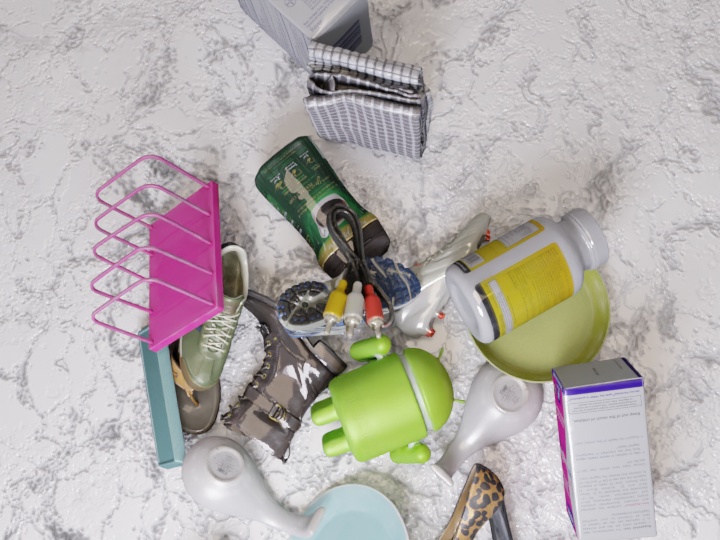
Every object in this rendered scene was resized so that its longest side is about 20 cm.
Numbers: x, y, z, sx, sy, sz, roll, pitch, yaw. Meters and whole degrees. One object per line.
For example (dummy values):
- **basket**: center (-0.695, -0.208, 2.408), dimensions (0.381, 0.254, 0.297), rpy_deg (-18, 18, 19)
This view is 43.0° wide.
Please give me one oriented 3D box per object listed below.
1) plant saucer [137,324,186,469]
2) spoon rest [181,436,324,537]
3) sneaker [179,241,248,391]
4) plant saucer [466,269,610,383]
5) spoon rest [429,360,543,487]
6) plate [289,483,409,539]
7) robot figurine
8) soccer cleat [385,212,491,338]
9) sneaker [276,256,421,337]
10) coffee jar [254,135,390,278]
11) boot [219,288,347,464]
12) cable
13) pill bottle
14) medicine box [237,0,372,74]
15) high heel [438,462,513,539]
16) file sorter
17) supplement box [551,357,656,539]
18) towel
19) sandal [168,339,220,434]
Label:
- **plant saucer**: center (-0.276, 0.171, 1.261), dimensions (0.019, 0.070, 0.204), rpy_deg (-3, 77, -37)
- **spoon rest**: center (-0.146, 0.294, 1.213), dimensions (0.198, 0.061, 0.100), rpy_deg (30, 49, 4)
- **sneaker**: center (-0.193, 0.055, 1.222), dimensions (0.066, 0.090, 0.204), rpy_deg (16, 71, -21)
- **plant saucer**: center (0.237, 0.054, 1.239), dimensions (0.196, 0.031, 0.204), rpy_deg (0, 74, 1)
- **spoon rest**: center (0.165, 0.204, 1.227), dimensions (0.099, 0.061, 0.200), rpy_deg (42, 73, 8)
- **plate**: center (-0.016, 0.382, 1.190), dimensions (0.198, 0.026, 0.203), rpy_deg (-17, 58, 29)
- **robot figurine**: center (0.034, 0.176, 1.200), dimensions (0.197, 0.116, 0.178), rpy_deg (-22, 91, -3)
- **soccer cleat**: center (0.109, -0.001, 1.254), dimensions (0.077, 0.069, 0.202), rpy_deg (32, 88, 12)
- **sneaker**: center (-0.017, 0.042, 1.214), dimensions (0.196, 0.086, 0.078), rpy_deg (-11, 65, -13)
- **coffee jar**: center (-0.051, -0.081, 1.269), dimensions (0.104, 0.085, 0.201), rpy_deg (-37, 79, -9)
- **boot**: center (-0.132, 0.143, 1.250), dimensions (0.199, 0.069, 0.175), rpy_deg (40, 86, 8)
- **cable**: center (0.000, 0.000, 1.161), dimensions (0.095, 0.050, 0.203), rpy_deg (6, 62, -11)
- **pill bottle**: center (0.217, 0.001, 1.182), dimensions (0.198, 0.112, 0.113), rpy_deg (-28, 80, -7)
- **medicine box**: center (-0.088, -0.380, 1.271), dimensions (0.103, 0.182, 0.200), rpy_deg (-45, 80, -4)
- **high heel**: center (0.099, 0.337, 1.176), dimensions (0.197, 0.071, 0.145), rpy_deg (-19, 104, -10)
- **file sorter**: center (-0.274, -0.026, 1.203), dimensions (0.138, 0.125, 0.203), rpy_deg (-29, 53, 30)
- **supplement box**: center (0.307, 0.226, 1.154), dimensions (0.101, 0.101, 0.204), rpy_deg (-8, 98, 4)
- **towel**: center (0.012, -0.217, 1.228), dimensions (0.163, 0.200, 0.087), rpy_deg (15, 83, 8)
- **sandal**: center (-0.230, 0.123, 1.268), dimensions (0.080, 0.055, 0.204), rpy_deg (7, 82, 6)
